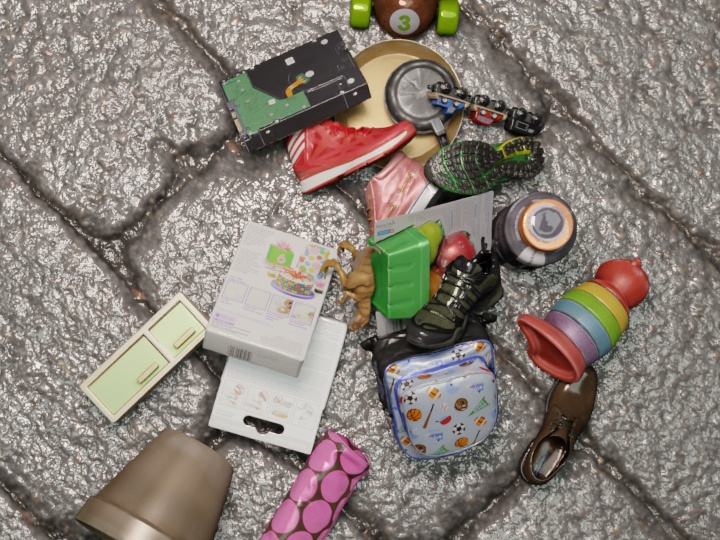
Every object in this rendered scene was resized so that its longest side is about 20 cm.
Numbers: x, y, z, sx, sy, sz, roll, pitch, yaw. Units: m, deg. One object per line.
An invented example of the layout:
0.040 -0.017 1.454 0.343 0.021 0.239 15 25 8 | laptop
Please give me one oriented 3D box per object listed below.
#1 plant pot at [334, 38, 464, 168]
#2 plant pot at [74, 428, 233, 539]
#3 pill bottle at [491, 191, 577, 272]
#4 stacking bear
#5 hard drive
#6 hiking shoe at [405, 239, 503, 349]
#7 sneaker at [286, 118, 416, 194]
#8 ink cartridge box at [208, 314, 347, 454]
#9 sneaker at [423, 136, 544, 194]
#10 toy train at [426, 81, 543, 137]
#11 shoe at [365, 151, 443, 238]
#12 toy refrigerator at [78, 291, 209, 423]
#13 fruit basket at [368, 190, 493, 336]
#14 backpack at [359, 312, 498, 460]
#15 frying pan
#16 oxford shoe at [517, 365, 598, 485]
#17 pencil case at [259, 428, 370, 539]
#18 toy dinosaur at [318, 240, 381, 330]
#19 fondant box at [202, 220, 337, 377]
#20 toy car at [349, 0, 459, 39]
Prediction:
0.057 -0.250 1.687 0.199 0.027 0.201 0 87 -2 | plant pot
-0.273 0.327 1.569 0.200 0.200 0.174 30 68 0 | plant pot
0.249 -0.056 1.595 0.106 0.200 0.107 0 86 -2 | pill bottle
0.346 0.061 1.639 0.200 0.122 0.114 -42 48 -16 | stacking bear
-0.098 -0.266 1.639 0.199 0.038 0.140 -24 51 -3 | hard drive
0.126 0.030 1.532 0.076 0.200 0.101 19 129 32 | hiking shoe
-0.024 -0.200 1.626 0.199 0.078 0.116 -25 92 17 | sneaker
-0.122 0.151 1.643 0.162 0.057 0.201 16 90 -2 | ink cartridge box
0.173 -0.149 1.629 0.199 0.085 0.078 -8 89 -33 | sneaker
0.185 -0.238 1.659 0.199 0.034 0.046 14 94 -24 | toy train
0.036 -0.076 1.648 0.091 0.071 0.200 37 100 11 | shoe
-0.309 0.127 1.624 0.200 0.070 0.076 -43 89 -5 | toy refrigerator
0.104 -0.013 1.606 0.199 0.094 0.186 -20 124 -29 | fruit basket
0.116 0.178 1.584 0.199 0.154 0.191 -12 128 -1 | backpack
0.094 -0.227 1.661 0.114 0.031 0.191 -3 83 -2 | frying pan
0.303 0.229 1.638 0.072 0.084 0.201 24 84 1 | oxford shoe
-0.061 0.336 1.613 0.093 0.091 0.200 31 83 -1 | pencil case
0.000 0.000 1.555 0.106 0.200 0.060 38 56 25 | toy dinosaur
-0.127 0.039 1.599 0.144 0.058 0.201 18 56 -1 | fondant box
0.072 -0.436 1.612 0.164 0.200 0.158 4 86 -2 | toy car
